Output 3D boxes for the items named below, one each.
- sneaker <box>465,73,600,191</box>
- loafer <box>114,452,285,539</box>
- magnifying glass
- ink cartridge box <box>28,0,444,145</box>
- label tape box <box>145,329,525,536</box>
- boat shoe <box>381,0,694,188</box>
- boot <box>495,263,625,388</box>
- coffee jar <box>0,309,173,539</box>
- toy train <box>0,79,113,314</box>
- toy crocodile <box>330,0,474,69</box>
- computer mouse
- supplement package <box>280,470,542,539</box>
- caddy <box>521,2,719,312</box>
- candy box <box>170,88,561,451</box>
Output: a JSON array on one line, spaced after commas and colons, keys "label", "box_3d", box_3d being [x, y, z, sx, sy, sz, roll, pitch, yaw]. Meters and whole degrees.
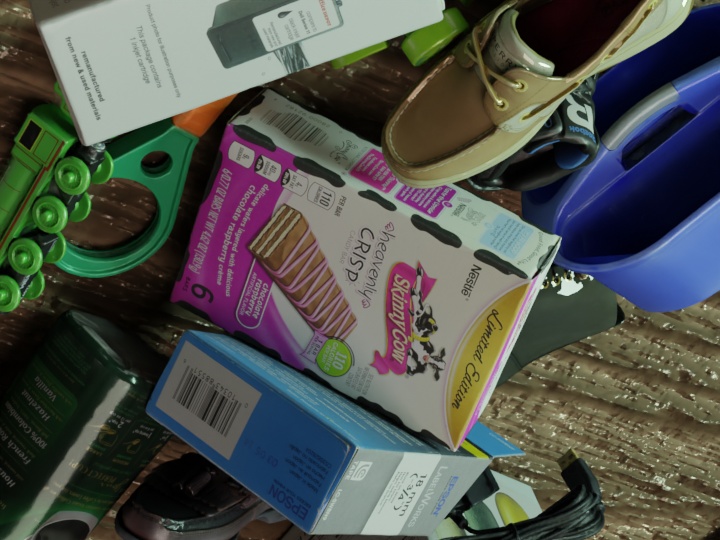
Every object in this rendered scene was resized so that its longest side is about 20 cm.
[{"label": "sneaker", "box_3d": [0.129, -0.124, 1.237, 0.073, 0.112, 0.200, 22, 120, -37]}, {"label": "loafer", "box_3d": [-0.086, 0.132, 1.374, 0.200, 0.072, 0.063, -11, 126, -60]}, {"label": "magnifying glass", "box_3d": [-0.117, -0.072, 1.258, 0.080, 0.022, 0.200, 27, 118, -35]}, {"label": "ink cartridge box", "box_3d": [-0.073, -0.166, 1.107, 0.200, 0.147, 0.083, -20, 132, -4]}, {"label": "label tape box", "box_3d": [-0.012, 0.101, 1.307, 0.200, 0.144, 0.063, 11, 109, -56]}, {"label": "boat shoe", "box_3d": [0.090, -0.120, 1.176, 0.200, 0.074, 0.066, -37, 162, 8]}, {"label": "boot", "box_3d": [0.096, -0.006, 1.363, 0.138, 0.077, 0.200, -23, 146, -6]}, {"label": "coffee jar", "box_3d": [-0.197, 0.126, 1.318, 0.200, 0.085, 0.104, -52, 150, 6]}, {"label": "toy train", "box_3d": [-0.175, -0.060, 1.222, 0.056, 0.042, 0.200, 38, 115, 8]}, {"label": "toy crocodile", "box_3d": [0.062, -0.176, 1.203, 0.200, 0.068, 0.062, -36, 175, 8]}, {"label": "computer mouse", "box_3d": [0.071, 0.122, 1.382, 0.140, 0.200, 0.046, -14, 118, -16]}, {"label": "supplement package", "box_3d": [0.052, 0.245, 1.467, 0.152, 0.200, 0.151, 24, 117, -35]}, {"label": "caddy", "box_3d": [0.191, -0.071, 1.287, 0.200, 0.141, 0.105, -40, 134, 14]}, {"label": "candy box", "box_3d": [0.000, 0.000, 1.259, 0.200, 0.061, 0.136, 26, 124, 9]}]
